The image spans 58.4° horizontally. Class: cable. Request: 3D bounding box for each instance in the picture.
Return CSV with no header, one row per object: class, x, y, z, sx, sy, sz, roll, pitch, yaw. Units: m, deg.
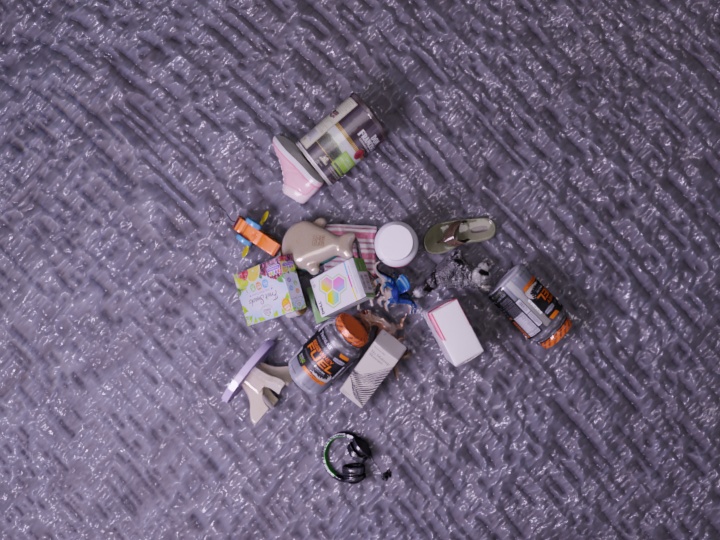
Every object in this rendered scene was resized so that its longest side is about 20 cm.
cable,0.000,0.000,1.686,0.095,0.050,0.204,-8,90,9

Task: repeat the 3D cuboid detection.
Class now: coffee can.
coffee can,-0.049,-0.338,1.675,0.199,0.146,0.147,-40,87,4

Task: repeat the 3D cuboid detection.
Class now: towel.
towel,-0.028,-0.023,1.727,0.143,0.030,0.204,2,89,4

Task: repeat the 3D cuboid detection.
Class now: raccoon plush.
raccoon plush,0.251,0.035,1.696,0.134,0.097,0.199,44,124,-10

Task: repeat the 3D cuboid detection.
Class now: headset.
headset,-0.012,0.502,1.686,0.197,0.094,0.126,16,91,16

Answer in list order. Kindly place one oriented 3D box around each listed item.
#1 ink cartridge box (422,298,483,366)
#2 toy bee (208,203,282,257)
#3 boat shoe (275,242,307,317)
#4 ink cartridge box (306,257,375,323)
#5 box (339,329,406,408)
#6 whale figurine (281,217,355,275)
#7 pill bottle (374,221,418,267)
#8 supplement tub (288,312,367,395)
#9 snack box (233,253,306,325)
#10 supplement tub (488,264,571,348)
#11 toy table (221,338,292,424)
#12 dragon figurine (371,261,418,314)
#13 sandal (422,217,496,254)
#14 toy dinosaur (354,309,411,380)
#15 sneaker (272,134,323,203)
ink cartridge box,0.228,0.151,1.619,0.084,0.200,0.147,-27,87,-2
toy bee,-0.293,-0.115,1.713,0.130,0.109,0.201,-36,97,4
boat shoe,-0.202,0.028,1.721,0.069,0.070,0.203,-22,73,32
ink cartridge box,-0.066,0.055,1.662,0.198,0.059,0.105,-26,75,27
box,0.030,0.254,1.653,0.082,0.068,0.201,35,123,6
whale figurine,-0.104,-0.057,1.683,0.196,0.104,0.162,-1,67,14
pill bottle,0.092,-0.065,1.632,0.110,0.200,0.115,0,89,5
supplement tub,-0.080,0.209,1.637,0.123,0.122,0.200,45,108,4
snack box,-0.239,0.053,1.679,0.198,0.053,0.145,-19,87,42
supplement tub,0.434,0.094,1.642,0.200,0.123,0.123,45,93,3
toy table,-0.253,0.289,1.675,0.117,0.184,0.201,37,70,5
dragon figurine,0.087,0.036,1.651,0.099,0.059,0.202,-31,121,-21
sandal,0.258,-0.099,1.691,0.197,0.057,0.081,-16,88,4
toy dinosaur,0.060,0.185,1.695,0.133,0.086,0.204,-6,101,12
sneaker,-0.189,-0.264,1.720,0.201,0.075,0.105,50,118,19
